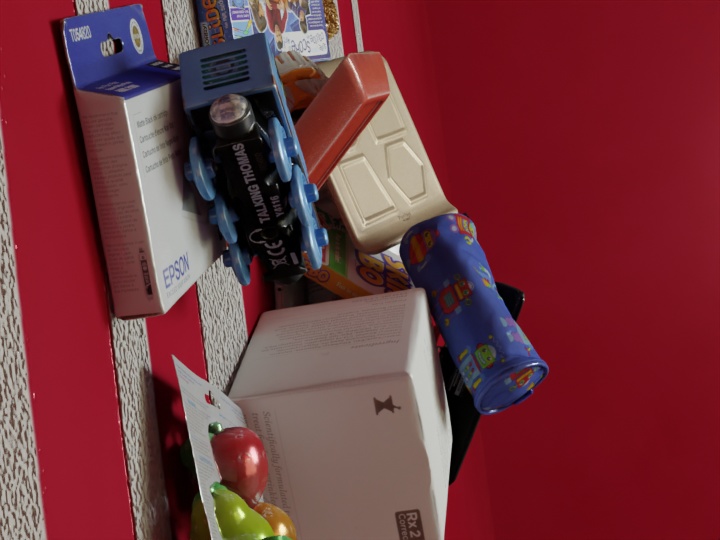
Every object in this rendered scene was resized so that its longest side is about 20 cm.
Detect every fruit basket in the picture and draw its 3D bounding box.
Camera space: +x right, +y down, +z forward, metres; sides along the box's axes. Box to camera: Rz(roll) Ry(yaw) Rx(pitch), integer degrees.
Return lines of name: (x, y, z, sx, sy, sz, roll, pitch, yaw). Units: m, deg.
fruit basket: (-0.097, 0.179, 1.057, 0.185, 0.093, 0.202, 56, 12, -70)

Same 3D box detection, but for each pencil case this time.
pencil case: (0.106, 0.038, 1.357, 0.087, 0.078, 0.201, 32, 27, -53)

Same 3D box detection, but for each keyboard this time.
keyboard: (0.105, 0.107, 1.427, 0.039, 0.104, 0.202, 22, 91, -38)

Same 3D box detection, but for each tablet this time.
tablet: (-0.064, 0.012, 1.530, 0.200, 0.013, 0.132, 57, 27, -68)

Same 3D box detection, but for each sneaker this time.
sneaker: (-0.095, -0.140, 1.245, 0.079, 0.077, 0.199, 52, 28, 16)

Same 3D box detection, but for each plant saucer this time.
plant saucer: (-0.042, -0.103, 1.281, 0.037, 0.200, 0.200, 38, 12, 0)

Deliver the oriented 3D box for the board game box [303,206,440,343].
board game box: (0.000, 0.000, 1.420, 0.030, 0.199, 0.096, -55, -177, 29)

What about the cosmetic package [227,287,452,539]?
cosmetic package: (-0.011, 0.136, 1.288, 0.200, 0.163, 0.167, -73, 153, -69)

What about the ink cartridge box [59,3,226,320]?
ink cartridge box: (-0.148, -0.087, 1.025, 0.200, 0.040, 0.203, -62, 143, -74)

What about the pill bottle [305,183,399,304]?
pill bottle: (-0.004, -0.010, 1.522, 0.113, 0.112, 0.203, 34, 49, -77)

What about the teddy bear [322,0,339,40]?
teddy bear: (-0.084, -0.331, 1.509, 0.145, 0.066, 0.202, -152, -133, -67)

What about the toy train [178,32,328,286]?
toy train: (-0.077, -0.076, 1.076, 0.201, 0.086, 0.115, 72, 7, -53)

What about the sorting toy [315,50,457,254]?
sorting toy: (0.005, -0.122, 1.465, 0.185, 0.036, 0.202, -26, 88, -55)

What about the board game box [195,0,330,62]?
board game box: (-0.092, -0.257, 1.349, 0.200, 0.034, 0.137, -23, 106, -65)
